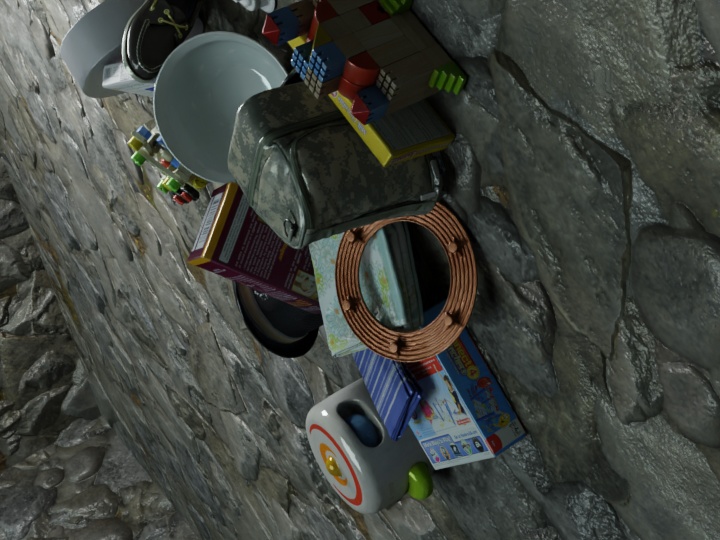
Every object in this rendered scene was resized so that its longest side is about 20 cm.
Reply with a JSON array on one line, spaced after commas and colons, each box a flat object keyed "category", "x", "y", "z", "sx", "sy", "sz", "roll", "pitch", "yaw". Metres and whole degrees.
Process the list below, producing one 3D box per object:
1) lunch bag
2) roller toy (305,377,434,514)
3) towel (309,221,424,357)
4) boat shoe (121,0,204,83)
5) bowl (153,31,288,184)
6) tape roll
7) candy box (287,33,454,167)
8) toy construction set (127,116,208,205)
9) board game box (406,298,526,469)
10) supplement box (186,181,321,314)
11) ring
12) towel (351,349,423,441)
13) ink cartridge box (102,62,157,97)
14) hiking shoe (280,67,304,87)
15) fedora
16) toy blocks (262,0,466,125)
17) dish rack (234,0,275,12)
[{"category": "lunch bag", "x": -0.024, "y": -0.115, "z": 1.298, "sx": 0.168, "sy": 0.199, "sz": 0.140, "roll": 58, "pitch": 148, "yaw": 25}, {"category": "roller toy", "x": 0.008, "y": 0.260, "z": 1.742, "sx": 0.200, "sy": 0.139, "sz": 0.183, "roll": 4, "pitch": 119, "yaw": 64}, {"category": "towel", "x": 0.000, "y": 0.000, "z": 1.470, "sx": 0.171, "sy": 0.048, "sz": 0.201, "roll": -21, "pitch": 76, "yaw": 51}, {"category": "boat shoe", "x": -0.255, "y": -0.336, "z": 1.555, "sx": 0.060, "sy": 0.202, "sz": 0.072, "roll": -18, "pitch": 135, "yaw": 42}, {"category": "bowl", "x": -0.167, "y": -0.222, "z": 1.558, "sx": 0.090, "sy": 0.200, "sz": 0.202, "roll": -61, "pitch": -49, "yaw": -67}, {"category": "tape roll", "x": -0.325, "y": -0.329, "z": 1.681, "sx": 0.066, "sy": 0.200, "sz": 0.200, "roll": 57, "pitch": 157, "yaw": 5}, {"category": "candy box", "x": 0.007, "y": -0.201, "z": 1.260, "sx": 0.200, "sy": 0.102, "sz": 0.026, "roll": 54, "pitch": 138, "yaw": 17}, {"category": "toy construction set", "x": -0.273, "y": -0.160, "z": 1.671, "sx": 0.131, "sy": 0.092, "sz": 0.200, "roll": 39, "pitch": -178, "yaw": -15}, {"category": "board game box", "x": 0.105, "y": 0.153, "z": 1.522, "sx": 0.196, "sy": 0.056, "sz": 0.200, "roll": 60, "pitch": 157, "yaw": 3}, {"category": "supplement box", "x": -0.116, "y": -0.027, "z": 1.578, "sx": 0.199, "sy": 0.111, "sz": 0.086, "roll": 24, "pitch": 168, "yaw": -20}, {"category": "ring", "x": 0.047, "y": 0.007, "z": 1.372, "sx": 0.200, "sy": 0.019, "sz": 0.202, "roll": 2, "pitch": 93, "yaw": 34}, {"category": "towel", "x": 0.023, "y": 0.111, "z": 1.545, "sx": 0.145, "sy": 0.024, "sz": 0.201, "roll": 107, "pitch": 143, "yaw": -57}, {"category": "ink cartridge box", "x": -0.250, "y": -0.257, "z": 1.642, "sx": 0.094, "sy": 0.199, "sz": 0.037, "roll": 2, "pitch": 85, "yaw": 49}, {"category": "hiking shoe", "x": -0.063, "y": -0.211, "z": 1.395, "sx": 0.076, "sy": 0.100, "sz": 0.200, "roll": 58, "pitch": 157, "yaw": 9}, {"category": "fedora", "x": -0.096, "y": 0.030, "z": 1.715, "sx": 0.091, "sy": 0.201, "sz": 0.201, "roll": -17, "pitch": 104, "yaw": 33}, {"category": "toy blocks", "x": -0.008, "y": -0.229, "z": 1.203, "sx": 0.200, "sy": 0.136, "sz": 0.100, "roll": 53, "pitch": 152, "yaw": 17}, {"category": "dish rack", "x": -0.172, "y": -0.426, "z": 1.451, "sx": 0.172, "sy": 0.043, "sz": 0.200, "roll": 46, "pitch": 153, "yaw": 32}]
